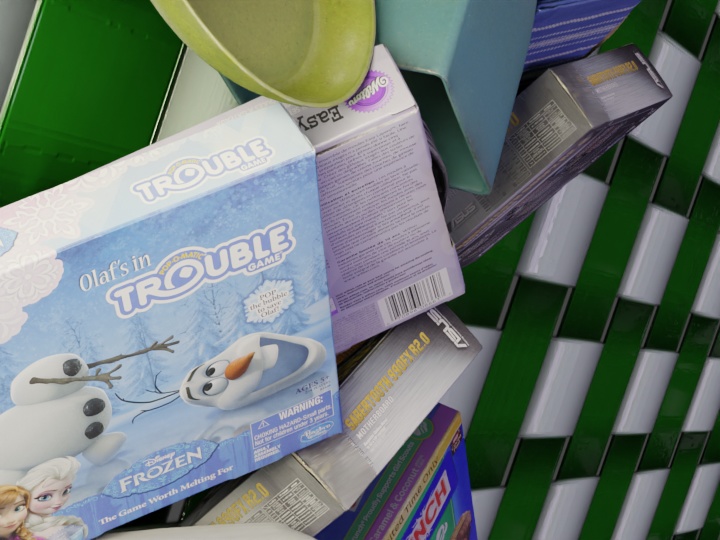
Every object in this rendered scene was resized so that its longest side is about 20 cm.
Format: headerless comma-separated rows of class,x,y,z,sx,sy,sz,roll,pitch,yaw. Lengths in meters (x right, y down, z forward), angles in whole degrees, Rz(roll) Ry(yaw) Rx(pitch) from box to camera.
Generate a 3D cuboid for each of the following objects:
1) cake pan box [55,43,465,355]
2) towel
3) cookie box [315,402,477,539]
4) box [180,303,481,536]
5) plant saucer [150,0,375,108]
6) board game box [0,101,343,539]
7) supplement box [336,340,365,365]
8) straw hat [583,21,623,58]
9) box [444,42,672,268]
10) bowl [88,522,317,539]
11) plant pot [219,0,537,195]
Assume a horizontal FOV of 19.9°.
cake pan box,-0.046,-0.012,1.047,0.199,0.053,0.184,-25,150,-2
towel,0.086,-0.124,1.274,0.144,0.024,0.200,-18,162,-46
cookie box,0.013,0.207,1.492,0.172,0.075,0.201,-56,154,-29
box,-0.034,0.113,1.183,0.158,0.048,0.200,-46,-178,-44
plant saucer,-0.061,-0.163,0.935,0.200,0.031,0.201,40,39,-43
board game box,-0.110,0.038,0.962,0.199,0.043,0.200,-22,138,-15
supplement box,0.000,0.000,1.241,0.067,0.069,0.201,-54,165,-34
straw hat,0.083,-0.175,1.298,0.200,0.085,0.201,-27,165,-8
box,0.098,-0.064,1.359,0.200,0.048,0.158,-41,171,29
bowl,-0.099,0.195,1.076,0.200,0.199,0.075,105,-21,-58
plant pot,0.023,-0.173,1.115,0.141,0.140,0.201,58,48,-64
